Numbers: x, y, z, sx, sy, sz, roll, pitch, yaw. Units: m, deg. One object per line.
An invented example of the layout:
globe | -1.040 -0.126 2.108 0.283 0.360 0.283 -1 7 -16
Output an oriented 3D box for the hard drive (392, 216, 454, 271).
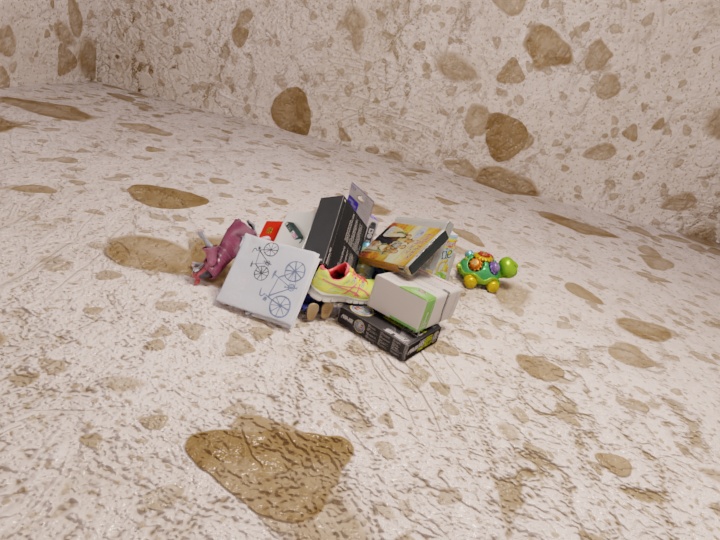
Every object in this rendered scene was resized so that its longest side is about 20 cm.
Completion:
hard drive | 0.139 -0.073 1.410 0.026 0.133 0.199 33 -13 -36

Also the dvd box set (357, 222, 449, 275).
dvd box set | 0.103 -0.058 1.348 0.146 0.030 0.199 -43 31 -21

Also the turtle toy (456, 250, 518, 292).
turtle toy | 0.398 -0.005 1.719 0.197 0.102 0.146 10 23 -9

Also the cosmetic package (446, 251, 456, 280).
cosmetic package | 0.180 -0.038 1.663 0.198 0.108 0.090 13 23 -8

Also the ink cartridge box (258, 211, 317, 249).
ink cartridge box | -0.208 -0.063 1.378 0.172 0.044 0.202 4 55 22

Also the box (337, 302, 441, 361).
box | 0.069 0.127 1.290 0.199 0.045 0.160 28 25 30

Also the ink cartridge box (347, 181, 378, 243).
ink cartridge box | -0.007 -0.150 1.689 0.043 0.202 0.198 7 23 -26

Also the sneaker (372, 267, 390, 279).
sneaker | 0.065 -0.007 1.558 0.074 0.079 0.200 8 23 -15

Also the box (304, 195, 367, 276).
box | -0.064 -0.066 1.380 0.078 0.141 0.202 -1 58 28

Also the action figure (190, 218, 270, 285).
action figure | -0.336 -0.032 1.335 0.148 0.134 0.201 34 63 4

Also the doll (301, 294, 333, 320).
doll | -0.142 0.052 1.336 0.135 0.049 0.200 -2 27 -36

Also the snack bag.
snack bag | -0.213 0.021 1.246 0.198 0.190 0.021 16 -23 10

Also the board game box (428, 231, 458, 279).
board game box | 0.178 -0.027 1.509 0.102 0.202 0.105 1 26 -27

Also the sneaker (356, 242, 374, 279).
sneaker | 0.000 0.000 1.434 0.079 0.132 0.200 12 23 -3

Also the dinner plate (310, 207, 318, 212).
dinner plate | -0.128 -0.160 1.635 0.024 0.199 0.201 54 14 -20

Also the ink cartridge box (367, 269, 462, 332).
ink cartridge box | 0.134 0.063 1.306 0.145 0.085 0.199 27 19 28

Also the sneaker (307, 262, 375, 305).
sneaker | -0.026 0.027 1.290 0.198 0.091 0.078 1 23 -36
